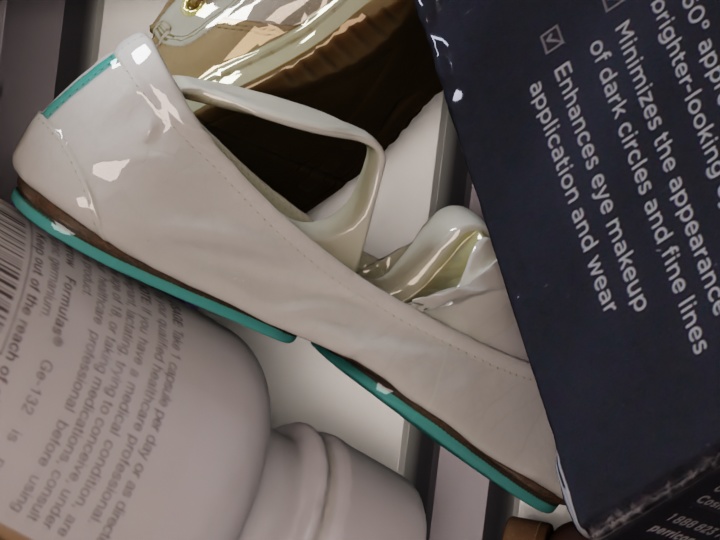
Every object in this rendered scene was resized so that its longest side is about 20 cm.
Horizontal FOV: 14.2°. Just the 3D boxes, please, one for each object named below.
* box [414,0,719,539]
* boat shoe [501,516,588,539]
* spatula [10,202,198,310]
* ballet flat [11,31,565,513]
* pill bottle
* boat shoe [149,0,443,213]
[{"bbox_3d":[0.130,-0.056,0.665,0.200,0.117,0.197,-34,55,28],"label":"box"},{"bbox_3d":[0.065,0.171,0.809,0.070,0.070,0.201,6,91,8],"label":"boat shoe"},{"bbox_3d":[-0.144,-0.021,0.846,0.199,0.021,0.057,28,78,6],"label":"spatula"},{"bbox_3d":[0.000,0.000,0.780,0.200,0.069,0.070,31,93,-26],"label":"ballet flat"},{"bbox_3d":[-0.087,0.051,0.774,0.200,0.114,0.115,30,93,-21],"label":"pill bottle"},{"bbox_3d":[-0.016,-0.071,0.817,0.200,0.074,0.067,-34,59,7],"label":"boat shoe"}]
